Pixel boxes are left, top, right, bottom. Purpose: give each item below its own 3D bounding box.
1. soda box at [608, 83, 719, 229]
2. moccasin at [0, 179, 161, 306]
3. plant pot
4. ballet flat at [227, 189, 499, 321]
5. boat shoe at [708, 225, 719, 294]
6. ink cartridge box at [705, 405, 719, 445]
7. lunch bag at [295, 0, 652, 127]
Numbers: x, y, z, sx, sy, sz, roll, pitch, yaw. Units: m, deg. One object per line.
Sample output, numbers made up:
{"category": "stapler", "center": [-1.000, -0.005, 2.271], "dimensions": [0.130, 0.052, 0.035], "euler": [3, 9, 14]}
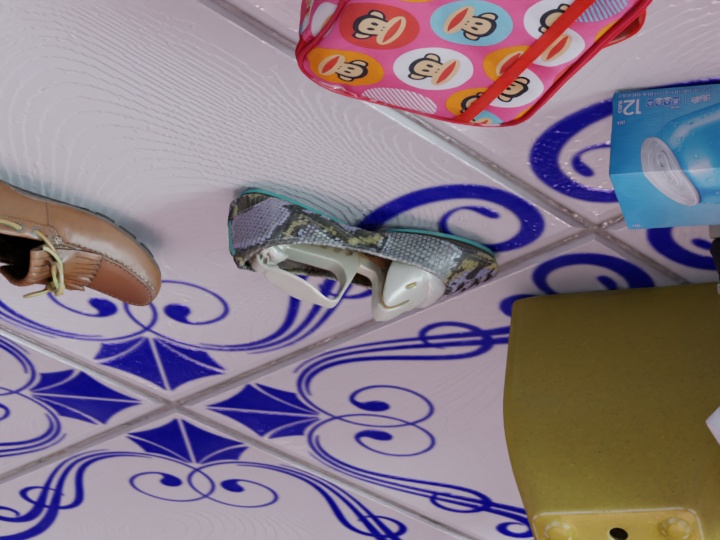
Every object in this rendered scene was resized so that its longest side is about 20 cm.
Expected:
{"category": "soda box", "center": [0.255, -0.073, 1.122], "dimensions": [0.200, 0.064, 0.068], "euler": [-4, 149, 18]}
{"category": "moccasin", "center": [-0.235, -0.016, 1.326], "dimensions": [0.201, 0.078, 0.074], "euler": [28, 145, -32]}
{"category": "plant pot", "center": [0.203, 0.148, 1.330], "dimensions": [0.195, 0.200, 0.194], "euler": [-5, 125, 21]}
{"category": "ballet flat", "center": [0.000, 0.000, 1.310], "dimensions": [0.200, 0.072, 0.072], "euler": [14, 151, -12]}
{"category": "boat shoe", "center": [0.264, 0.000, 1.158], "dimensions": [0.073, 0.063, 0.200], "euler": [-3, -176, -2]}
{"category": "ink cartridge box", "center": [0.323, 0.078, 1.139], "dimensions": [0.083, 0.200, 0.145], "euler": [42, 175, 41]}
{"category": "lunch bag", "center": [0.072, -0.155, 1.008], "dimensions": [0.176, 0.082, 0.200], "euler": [14, 152, -19]}
